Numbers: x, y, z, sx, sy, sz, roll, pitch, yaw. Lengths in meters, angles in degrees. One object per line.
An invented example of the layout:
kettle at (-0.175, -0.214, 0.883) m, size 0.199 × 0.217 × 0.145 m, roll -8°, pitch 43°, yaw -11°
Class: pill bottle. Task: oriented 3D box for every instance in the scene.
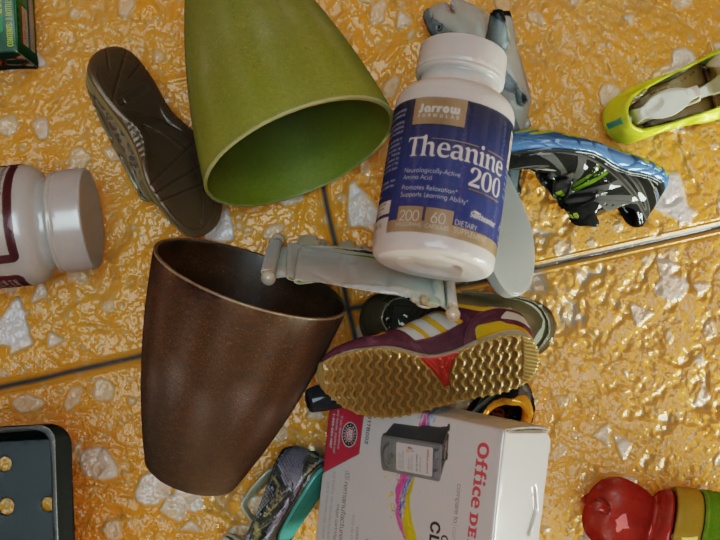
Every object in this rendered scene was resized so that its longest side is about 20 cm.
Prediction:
pill bottle at (0.078, -0.100, 0.864) m, size 0.109 × 0.111 × 0.203 m, roll 10°, pitch 78°, yaw -2°
pill bottle at (-0.352, -0.039, 0.919) m, size 0.197 × 0.114 × 0.116 m, roll -6°, pitch 89°, yaw -3°

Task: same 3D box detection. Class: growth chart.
growth chart at (0.000, 0.000, 0.916) m, size 0.197 × 0.145 × 0.018 m, roll 10°, pitch 109°, yaw 6°

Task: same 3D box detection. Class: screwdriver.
screwdriver at (0.043, 0.103, 0.910) m, size 0.197 × 0.028 × 0.030 m, roll -8°, pitch 70°, yaw -15°

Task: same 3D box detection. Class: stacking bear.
stacking bear at (0.312, 0.264, 0.948) m, size 0.197 × 0.121 × 0.115 m, roll 18°, pitch 91°, yaw 6°

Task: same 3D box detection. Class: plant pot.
plant pot at (-0.349, 0.235, 0.884) m, size 0.196 × 0.177 × 0.204 m, roll -3°, pitch 88°, yaw -2°
plant pot at (-0.089, -0.195, 0.913) m, size 0.185 × 0.187 × 0.202 m, roll -21°, pitch 74°, yaw -2°
plant pot at (-0.130, 0.098, 0.909) m, size 0.184 × 0.187 × 0.203 m, roll 19°, pitch 103°, yaw -2°

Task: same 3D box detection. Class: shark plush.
shark plush at (0.129, -0.177, 0.984) m, size 0.082 × 0.091 × 0.202 m, roll -15°, pitch 111°, yaw 17°

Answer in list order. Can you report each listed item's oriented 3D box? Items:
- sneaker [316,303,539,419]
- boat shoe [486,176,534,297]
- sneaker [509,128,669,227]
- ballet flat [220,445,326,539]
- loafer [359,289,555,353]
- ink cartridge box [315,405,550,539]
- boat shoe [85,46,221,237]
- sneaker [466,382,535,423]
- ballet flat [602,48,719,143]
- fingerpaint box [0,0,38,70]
sneaker at (0.058, 0.076, 0.882) m, size 0.197 × 0.090 × 0.076 m, roll -5°, pitch 113°, yaw -2°
boat shoe at (0.114, -0.067, 0.965) m, size 0.070 × 0.063 × 0.203 m, roll -13°, pitch 83°, yaw -38°
sneaker at (0.212, -0.087, 0.948) m, size 0.197 × 0.071 × 0.084 m, roll 13°, pitch 101°, yaw -22°
ballet flat at (-0.098, 0.262, 0.957) m, size 0.071 × 0.072 × 0.202 m, roll 28°, pitch 88°, yaw -2°
loafer at (0.098, 0.058, 0.958) m, size 0.197 × 0.067 × 0.077 m, roll 0°, pitch 89°, yaw -2°
ink cartridge box at (0.062, 0.200, 0.895) m, size 0.198 × 0.085 × 0.150 m, roll 4°, pitch 86°, yaw 41°
boat shoe at (-0.204, -0.122, 0.959) m, size 0.073 × 0.063 × 0.202 m, roll -30°, pitch 93°, yaw -28°
sneaker at (0.110, 0.191, 0.953) m, size 0.077 × 0.077 × 0.202 m, roll 25°, pitch 90°, yaw -4°
ballet flat at (0.338, -0.179, 0.971) m, size 0.198 × 0.067 × 0.068 m, roll -22°, pitch 89°, yaw -3°
fingerpaint box at (-0.408, -0.299, 0.940) m, size 0.164 × 0.073 × 0.204 m, roll -3°, pitch 89°, yaw -2°
